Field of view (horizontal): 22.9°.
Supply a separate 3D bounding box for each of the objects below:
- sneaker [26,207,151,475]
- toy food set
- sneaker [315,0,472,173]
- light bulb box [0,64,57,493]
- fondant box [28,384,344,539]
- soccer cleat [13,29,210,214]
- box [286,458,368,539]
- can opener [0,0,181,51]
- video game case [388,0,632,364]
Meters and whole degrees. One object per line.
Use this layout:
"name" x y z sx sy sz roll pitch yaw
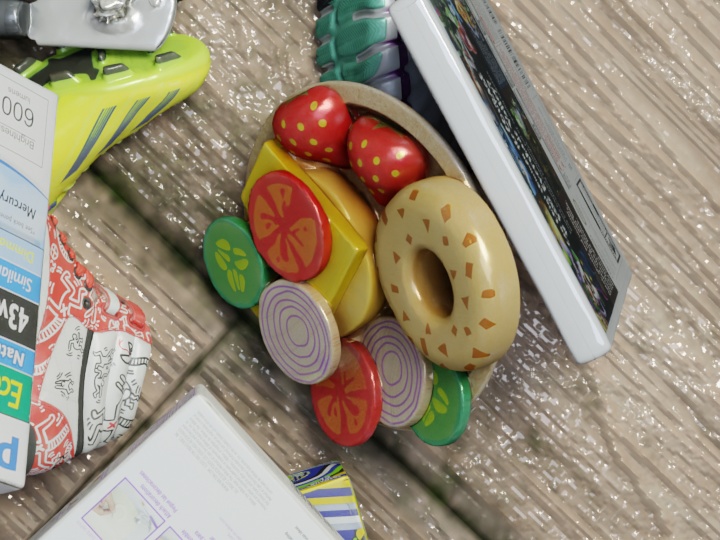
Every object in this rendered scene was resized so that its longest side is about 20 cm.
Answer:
"sneaker" -0.171 0.006 0.957 0.107 0.067 0.203 -13 103 -46
"toy food set" 0.000 0.000 0.944 0.048 0.199 0.200 -24 63 -40
"sneaker" 0.029 -0.100 1.005 0.087 0.074 0.202 -5 94 -30
"light bulb box" -0.251 -0.010 0.787 0.124 0.198 0.202 -15 64 34
"fondant box" -0.109 0.180 0.931 0.200 0.058 0.144 -42 96 -3
"soccer cleat" -0.172 -0.072 0.987 0.199 0.065 0.084 -25 124 -9
"box" -0.093 0.171 0.992 0.198 0.064 0.071 -18 94 -5
"can opener" -0.193 -0.149 0.978 0.198 0.066 0.053 3 90 3
"video game case" 0.085 -0.062 0.946 0.023 0.182 0.201 -27 95 16
